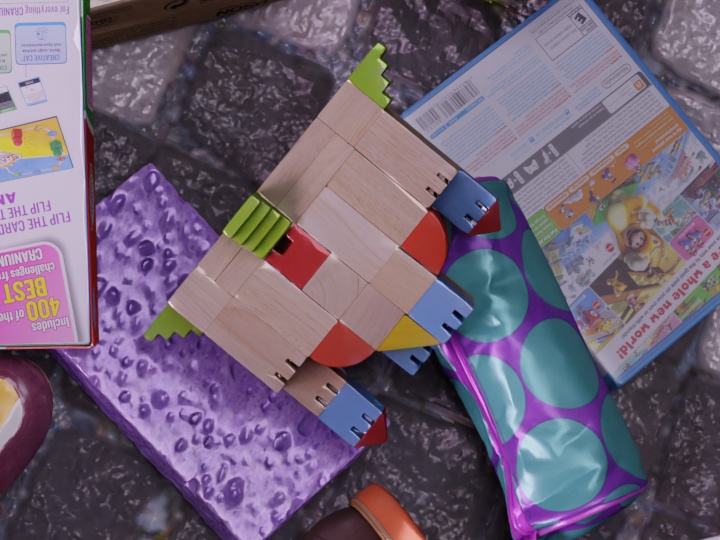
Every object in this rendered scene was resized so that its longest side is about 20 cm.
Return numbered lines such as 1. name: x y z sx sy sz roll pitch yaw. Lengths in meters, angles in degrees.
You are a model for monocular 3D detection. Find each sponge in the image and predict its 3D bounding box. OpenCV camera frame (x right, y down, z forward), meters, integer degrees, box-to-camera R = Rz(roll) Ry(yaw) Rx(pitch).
1. sponge: -0.091 0.049 1.396 0.112 0.030 0.200 -42 87 -20

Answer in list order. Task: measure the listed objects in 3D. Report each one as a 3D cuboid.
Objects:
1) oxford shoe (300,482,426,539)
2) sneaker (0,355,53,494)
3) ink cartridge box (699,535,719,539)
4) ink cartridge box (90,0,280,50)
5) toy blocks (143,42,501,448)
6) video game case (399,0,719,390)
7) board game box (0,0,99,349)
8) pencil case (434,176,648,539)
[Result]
1. oxford shoe: 0.037 0.212 1.360 0.072 0.071 0.200 -32 69 -12
2. sneaker: -0.240 0.106 1.313 0.200 0.090 0.075 -35 86 -19
3. ink cartridge box: 0.216 0.166 1.396 0.200 0.109 0.050 -12 79 -16
4. ink cartridge box: -0.130 -0.218 1.433 0.200 0.075 0.165 -16 78 -15
5. toy blocks: 0.000 0.000 1.345 0.137 0.100 0.200 39 96 0
6. video game case: 0.136 -0.050 1.483 0.143 0.018 0.200 -38 86 -20
7. board game box: -0.216 -0.058 1.343 0.153 0.040 0.200 -1 92 0
8. pencil case: 0.082 0.054 1.407 0.092 0.085 0.200 -21 81 -34
